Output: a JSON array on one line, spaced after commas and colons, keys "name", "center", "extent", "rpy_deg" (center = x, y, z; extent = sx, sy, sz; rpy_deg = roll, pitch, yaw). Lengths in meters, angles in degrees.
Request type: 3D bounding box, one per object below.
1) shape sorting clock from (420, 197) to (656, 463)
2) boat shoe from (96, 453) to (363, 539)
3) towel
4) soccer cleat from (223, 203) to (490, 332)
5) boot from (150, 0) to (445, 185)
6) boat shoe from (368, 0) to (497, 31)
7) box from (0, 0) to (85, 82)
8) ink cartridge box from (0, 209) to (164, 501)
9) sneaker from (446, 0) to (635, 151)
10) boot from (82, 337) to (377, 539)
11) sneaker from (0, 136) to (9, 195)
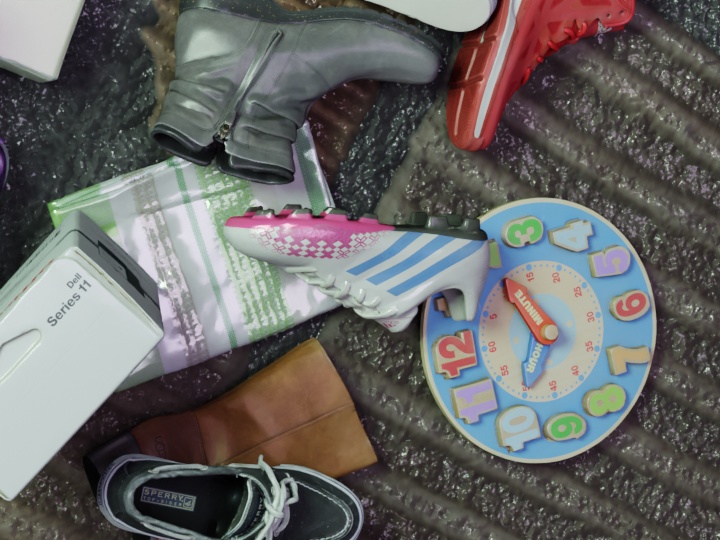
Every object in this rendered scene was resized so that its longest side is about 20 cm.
[{"name": "shape sorting clock", "center": [0.137, 0.046, 1.416], "extent": [0.199, 0.039, 0.202], "rpy_deg": [-1, 94, -18]}, {"name": "boat shoe", "center": [-0.077, 0.162, 1.282], "extent": [0.198, 0.068, 0.074], "rpy_deg": [18, 81, -28]}, {"name": "towel", "center": [-0.107, -0.014, 1.338], "extent": [0.199, 0.031, 0.150], "rpy_deg": [-22, 99, -15]}, {"name": "soccer cleat", "center": [0.000, 0.000, 1.324], "extent": [0.199, 0.070, 0.087], "rpy_deg": [3, 94, -19]}, {"name": "boot", "center": [-0.043, -0.119, 1.316], "extent": [0.199, 0.070, 0.133], "rpy_deg": [9, 71, -7]}, {"name": "boat shoe", "center": [0.010, -0.241, 1.343], "extent": [0.199, 0.072, 0.069], "rpy_deg": [19, 50, 0]}, {"name": "box", "center": [-0.212, -0.234, 1.269], "extent": [0.082, 0.068, 0.201], "rpy_deg": [22, 87, -18]}, {"name": "ink cartridge box", "center": [-0.204, 0.049, 1.208], "extent": [0.083, 0.200, 0.147], "rpy_deg": [43, 92, -11]}, {"name": "sneaker", "center": [0.143, -0.171, 1.385], "extent": [0.115, 0.078, 0.201], "rpy_deg": [19, 89, -17]}, {"name": "boot", "center": [-0.080, 0.172, 1.355], "extent": [0.199, 0.068, 0.189], "rpy_deg": [-24, 93, -23]}, {"name": "sneaker", "center": [-0.291, -0.006, 1.248], "extent": [0.074, 0.087, 0.201], "rpy_deg": [21, 87, -18]}]
